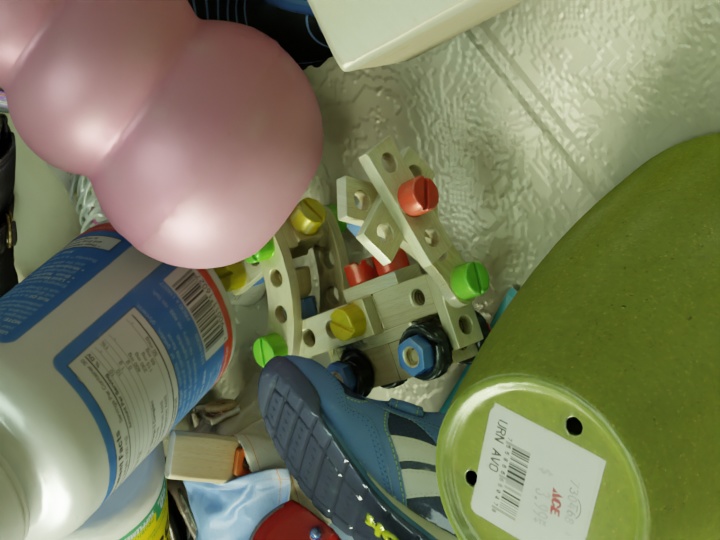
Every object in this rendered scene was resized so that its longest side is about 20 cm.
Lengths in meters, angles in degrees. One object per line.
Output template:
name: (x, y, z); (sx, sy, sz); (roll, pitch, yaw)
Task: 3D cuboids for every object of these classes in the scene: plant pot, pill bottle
plant pot: (0.123, 0.056, 0.594); (0.186, 0.199, 0.189); (15, 115, 35)
pill bottle: (-0.173, 0.168, 0.882); (0.112, 0.112, 0.201); (38, 146, 25)
pill bottle: (-0.159, 0.066, 0.733); (0.111, 0.200, 0.113); (16, 126, 23)

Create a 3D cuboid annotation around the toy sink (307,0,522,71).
toy sink: (0.020, -0.209, 0.631); (0.129, 0.112, 0.202); (-25, 92, 22)

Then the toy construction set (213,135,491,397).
toy construction set: (0.000, 0.000, 0.764); (0.200, 0.091, 0.133); (-23, 85, 60)

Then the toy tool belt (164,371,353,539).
toy tool belt: (-0.062, 0.171, 0.866); (0.124, 0.122, 0.203); (7, 111, 40)

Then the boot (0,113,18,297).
boot: (-0.240, -0.017, 0.938); (0.200, 0.068, 0.176); (-116, 29, -70)

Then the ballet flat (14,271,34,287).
ballet flat: (-0.177, 0.041, 0.940); (0.200, 0.066, 0.069); (117, 140, -80)

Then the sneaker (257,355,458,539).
sneaker: (0.034, 0.105, 0.733); (0.199, 0.082, 0.074); (39, 150, 8)

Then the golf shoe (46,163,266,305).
golf shoe: (-0.145, -0.039, 0.883); (0.199, 0.091, 0.076); (34, 128, 29)

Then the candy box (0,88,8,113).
candy box: (-0.239, -0.138, 0.852); (0.198, 0.167, 0.073); (9, 91, 32)

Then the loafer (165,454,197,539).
loafer: (-0.102, 0.209, 0.959); (0.071, 0.063, 0.203); (1, 107, 40)

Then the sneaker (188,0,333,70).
sneaker: (-0.049, -0.133, 0.782); (0.199, 0.070, 0.079); (18, 131, 37)

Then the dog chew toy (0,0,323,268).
dog chew toy: (-0.116, -0.091, 0.705); (0.199, 0.125, 0.124); (35, 135, -14)

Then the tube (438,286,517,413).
tube: (0.058, 0.109, 0.789); (0.077, 0.050, 0.201); (41, 120, 15)

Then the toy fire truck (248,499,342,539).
toy fire truck: (0.019, 0.184, 0.718); (0.199, 0.049, 0.141); (37, 168, 15)
